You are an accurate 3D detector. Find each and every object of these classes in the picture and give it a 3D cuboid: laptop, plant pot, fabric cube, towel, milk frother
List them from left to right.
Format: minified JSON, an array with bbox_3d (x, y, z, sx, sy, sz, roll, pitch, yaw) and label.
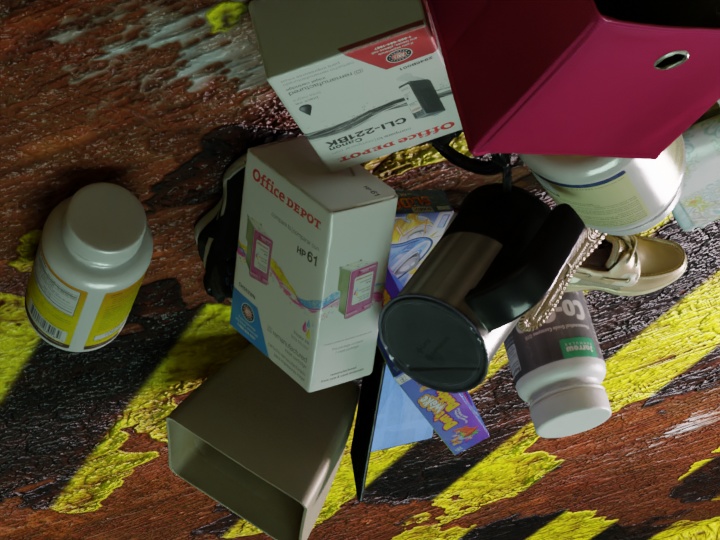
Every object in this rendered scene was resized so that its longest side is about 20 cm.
[{"bbox_3d":[-0.105,0.199,2.107,0.177,0.200,0.200,-53,169,-24],"label":"plant pot"},{"bbox_3d":[0.058,0.161,2.097,0.116,0.200,0.188,6,110,-7],"label":"laptop"},{"bbox_3d":[0.090,-0.027,1.622,0.188,0.200,0.181,-52,180,-42],"label":"milk frother"},{"bbox_3d":[0.190,-0.221,1.375,0.196,0.200,0.199,-1,153,-29],"label":"fabric cube"},{"bbox_3d":[0.403,-0.118,1.853,0.171,0.048,0.200,-23,154,14],"label":"towel"}]

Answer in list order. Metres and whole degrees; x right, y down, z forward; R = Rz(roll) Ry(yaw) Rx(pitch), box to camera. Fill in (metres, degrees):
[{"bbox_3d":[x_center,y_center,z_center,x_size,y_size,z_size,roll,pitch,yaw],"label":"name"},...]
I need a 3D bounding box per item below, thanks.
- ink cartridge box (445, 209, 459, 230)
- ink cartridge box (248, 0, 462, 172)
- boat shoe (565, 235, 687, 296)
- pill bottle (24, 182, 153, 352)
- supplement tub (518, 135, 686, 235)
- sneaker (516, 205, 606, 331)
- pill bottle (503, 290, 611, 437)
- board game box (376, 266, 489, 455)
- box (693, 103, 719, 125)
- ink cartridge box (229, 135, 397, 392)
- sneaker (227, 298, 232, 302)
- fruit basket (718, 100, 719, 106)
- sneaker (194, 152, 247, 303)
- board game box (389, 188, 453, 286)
[{"bbox_3d":[0.033,0.006,1.926,0.200,0.083,0.146,-30,151,32],"label":"ink cartridge box"},{"bbox_3d":[0.004,-0.179,1.506,0.144,0.084,0.200,-18,157,9],"label":"ink cartridge box"},{"bbox_3d":[0.305,-0.014,2.052,0.199,0.072,0.065,-2,155,-13],"label":"boat shoe"},{"bbox_3d":[-0.270,-0.005,1.705,0.109,0.110,0.200,-4,154,-21],"label":"pill bottle"},{"bbox_3d":[0.238,-0.124,1.681,0.145,0.145,0.200,-21,155,15],"label":"supplement tub"},{"bbox_3d":[0.208,-0.041,1.960,0.071,0.112,0.200,17,111,-46],"label":"sneaker"},{"bbox_3d":[0.234,0.094,2.085,0.113,0.200,0.113,-12,157,-5],"label":"pill bottle"},{"bbox_3d":[0.061,0.091,1.773,0.045,0.135,0.200,-30,144,5],"label":"board game box"},{"bbox_3d":[0.428,-0.159,1.859,0.199,0.021,0.164,-15,155,5],"label":"box"},{"bbox_3d":[-0.048,-0.009,1.639,0.084,0.144,0.200,-14,125,-36],"label":"ink cartridge box"},{"bbox_3d":[-0.065,-0.011,1.838,0.079,0.079,0.200,18,152,-27],"label":"sneaker"},{"bbox_3d":[0.403,-0.228,1.612,0.185,0.094,0.200,-22,152,17],"label":"fruit basket"},{"bbox_3d":[-0.105,-0.034,1.728,0.073,0.112,0.200,-2,153,-26],"label":"sneaker"},{"bbox_3d":[0.000,0.000,1.767,0.135,0.035,0.200,-4,139,-28],"label":"board game box"}]
